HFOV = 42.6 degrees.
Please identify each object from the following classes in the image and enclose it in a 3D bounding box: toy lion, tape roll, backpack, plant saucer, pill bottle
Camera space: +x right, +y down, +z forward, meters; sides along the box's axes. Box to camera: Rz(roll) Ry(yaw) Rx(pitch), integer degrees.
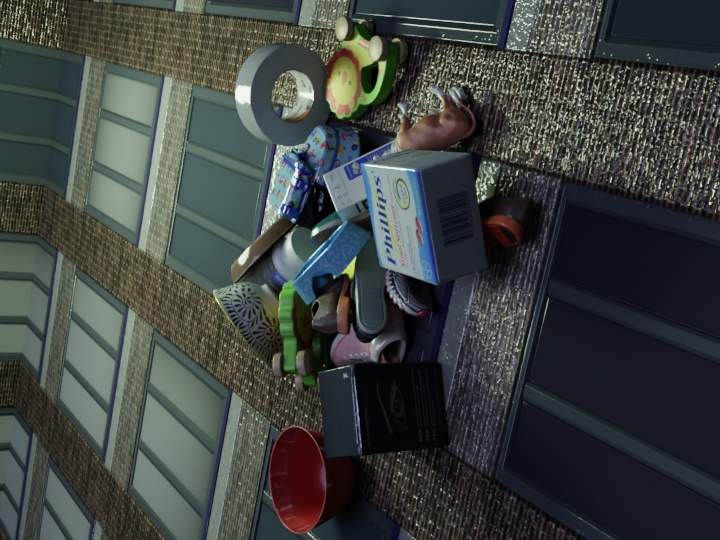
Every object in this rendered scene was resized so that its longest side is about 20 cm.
[{"bbox_3d":[-0.113,0.123,1.800,0.068,0.200,0.194,-4,69,15],"label":"toy lion"},{"bbox_3d":[-0.153,-0.357,1.876,0.066,0.198,0.203,21,103,51],"label":"tape roll"},{"bbox_3d":[-0.003,-0.381,1.800,0.200,0.068,0.194,42,127,46],"label":"toy lion"},{"bbox_3d":[-0.081,-0.192,1.802,0.202,0.133,0.183,-67,22,15],"label":"backpack"},{"bbox_3d":[-0.205,-0.051,1.937,0.034,0.200,0.200,45,133,-3],"label":"plant saucer"},{"bbox_3d":[-0.153,0.002,1.916,0.200,0.113,0.115,-43,55,43],"label":"pill bottle"}]

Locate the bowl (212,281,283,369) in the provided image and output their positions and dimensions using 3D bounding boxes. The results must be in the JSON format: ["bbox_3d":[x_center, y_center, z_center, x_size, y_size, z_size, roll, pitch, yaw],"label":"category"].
[{"bbox_3d":[-0.197,0.090,1.842,0.094,0.201,0.201,-37,48,-2],"label":"bowl"}]

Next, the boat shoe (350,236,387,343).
[{"bbox_3d":[0.015,0.033,1.655,0.061,0.075,0.202,117,165,-55],"label":"boat shoe"}]

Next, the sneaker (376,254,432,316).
[{"bbox_3d":[0.084,-0.011,1.628,0.075,0.080,0.202,-41,55,41],"label":"sneaker"}]

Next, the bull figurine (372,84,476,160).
[{"bbox_3d":[0.109,-0.240,1.596,0.198,0.065,0.123,-21,68,24],"label":"bull figurine"}]

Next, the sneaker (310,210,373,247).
[{"bbox_3d":[-0.005,-0.109,1.726,0.198,0.072,0.081,-23,49,14],"label":"sneaker"}]

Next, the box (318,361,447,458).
[{"bbox_3d":[0.038,0.235,1.567,0.104,0.198,0.150,-18,72,50],"label":"box"}]

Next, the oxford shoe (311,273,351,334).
[{"bbox_3d":[-0.053,0.055,1.684,0.200,0.072,0.072,-86,-7,-71],"label":"oxford shoe"}]

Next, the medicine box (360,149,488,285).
[{"bbox_3d":[0.100,-0.091,1.481,0.199,0.102,0.185,17,122,62],"label":"medicine box"}]

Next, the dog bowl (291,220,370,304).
[{"bbox_3d":[-0.058,-0.018,1.683,0.200,0.049,0.112,-42,11,43],"label":"dog bowl"}]

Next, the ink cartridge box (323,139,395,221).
[{"bbox_3d":[0.037,-0.174,1.678,0.198,0.039,0.100,-26,52,6],"label":"ink cartridge box"}]

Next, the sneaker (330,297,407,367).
[{"bbox_3d":[0.016,0.147,1.707,0.200,0.075,0.106,-46,47,36],"label":"sneaker"}]

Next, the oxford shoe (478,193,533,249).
[{"bbox_3d":[0.209,-0.082,1.496,0.073,0.071,0.199,-55,26,-15],"label":"oxford shoe"}]

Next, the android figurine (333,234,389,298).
[{"bbox_3d":[0.000,0.000,1.771,0.183,0.041,0.202,-52,49,37],"label":"android figurine"}]

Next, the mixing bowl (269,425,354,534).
[{"bbox_3d":[-0.082,0.400,1.790,0.199,0.107,0.203,-5,84,53],"label":"mixing bowl"}]
